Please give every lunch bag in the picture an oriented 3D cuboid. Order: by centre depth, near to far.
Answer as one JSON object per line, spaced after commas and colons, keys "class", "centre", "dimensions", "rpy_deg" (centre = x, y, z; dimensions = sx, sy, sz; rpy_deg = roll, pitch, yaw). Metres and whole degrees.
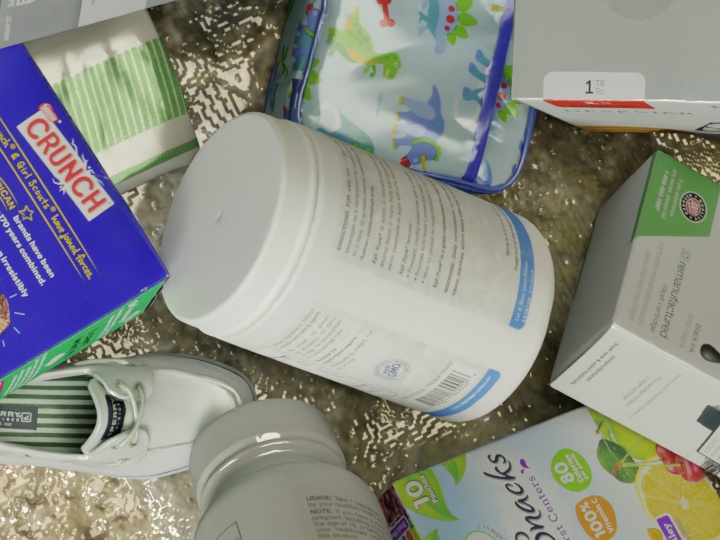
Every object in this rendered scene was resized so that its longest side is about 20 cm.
{"class": "lunch bag", "centre": [0.039, -0.148, 1.748], "dimensions": [0.160, 0.082, 0.201], "rpy_deg": [16, 84, -16]}

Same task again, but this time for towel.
{"class": "towel", "centre": [-0.195, -0.128, 1.713], "dimensions": [0.152, 0.023, 0.200], "rpy_deg": [-26, 92, -16]}

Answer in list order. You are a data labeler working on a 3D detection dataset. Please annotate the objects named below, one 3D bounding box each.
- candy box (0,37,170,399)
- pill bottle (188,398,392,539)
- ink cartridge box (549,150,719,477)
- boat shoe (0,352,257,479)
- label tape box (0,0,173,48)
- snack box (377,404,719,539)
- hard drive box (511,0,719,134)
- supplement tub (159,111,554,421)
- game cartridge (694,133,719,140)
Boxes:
{"class": "candy box", "centre": [-0.235, -0.009, 1.621], "dimensions": [0.200, 0.077, 0.169], "rpy_deg": [-31, 86, -22]}
{"class": "pill bottle", "centre": [-0.034, 0.173, 1.646], "dimensions": [0.114, 0.115, 0.200], "rpy_deg": [-5, 44, -15]}
{"class": "ink cartridge box", "centre": [0.230, 0.043, 1.759], "dimensions": [0.200, 0.084, 0.146], "rpy_deg": [27, 52, -12]}
{"class": "boat shoe", "centre": [-0.152, 0.088, 1.688], "dimensions": [0.199, 0.067, 0.074], "rpy_deg": [-6, 89, -15]}
{"class": "label tape box", "centre": [-0.146, -0.220, 1.667], "dimensions": [0.199, 0.066, 0.144], "rpy_deg": [-19, 61, -22]}
{"class": "snack box", "centre": [0.122, 0.163, 1.718], "dimensions": [0.200, 0.053, 0.142], "rpy_deg": [-19, 70, -31]}
{"class": "hard drive box", "centre": [0.185, -0.126, 1.697], "dimensions": [0.155, 0.200, 0.077], "rpy_deg": [2, 88, 17]}
{"class": "supplement tub", "centre": [0.000, 0.000, 1.677], "dimensions": [0.200, 0.132, 0.132], "rpy_deg": [22, 81, -31]}
{"class": "game cartridge", "centre": [0.263, -0.175, 1.832], "dimensions": [0.133, 0.041, 0.201], "rpy_deg": [14, 83, -17]}
